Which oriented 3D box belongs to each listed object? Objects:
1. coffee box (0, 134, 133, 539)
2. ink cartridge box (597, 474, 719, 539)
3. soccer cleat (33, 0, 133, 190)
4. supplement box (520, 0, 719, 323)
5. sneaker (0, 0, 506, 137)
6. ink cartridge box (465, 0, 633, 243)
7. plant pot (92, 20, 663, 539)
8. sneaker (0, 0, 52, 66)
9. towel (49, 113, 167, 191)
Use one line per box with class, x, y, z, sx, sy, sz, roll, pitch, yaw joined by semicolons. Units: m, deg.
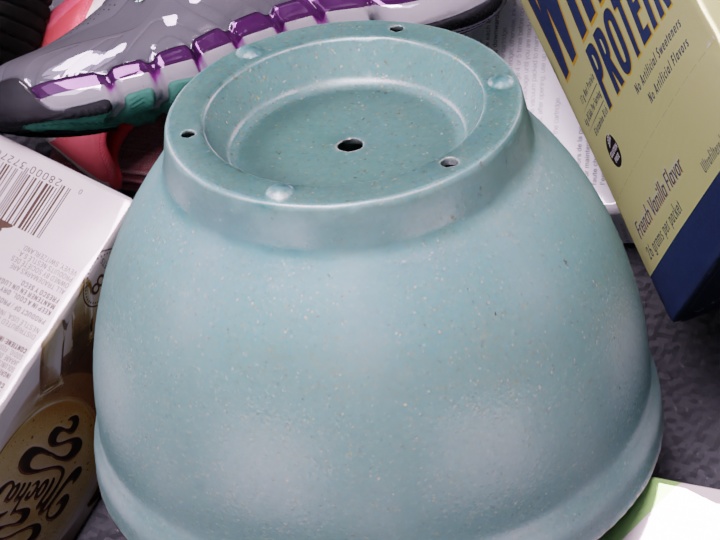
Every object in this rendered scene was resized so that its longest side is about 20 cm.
coffee box;-0.150;0.064;0.989;0.080;0.113;0.200;25;74;21
ink cartridge box;0.085;0.173;0.900;0.117;0.067;0.200;10;67;19
soccer cleat;-0.049;-0.117;1.052;0.200;0.067;0.077;-38;80;4
supplement box;0.168;-0.122;0.933;0.200;0.134;0.200;-18;73;-16
sneaker;-0.049;-0.109;0.997;0.199;0.074;0.088;-16;89;-13
ink cartridge box;0.099;-0.106;1.045;0.199;0.043;0.197;0;67;14
plant pot;0.000;0.000;0.909;0.200;0.134;0.200;-5;33;3
sneaker;-0.184;-0.060;1.008;0.088;0.074;0.200;26;88;12
towel;-0.033;-0.116;1.100;0.144;0.023;0.200;8;65;20
